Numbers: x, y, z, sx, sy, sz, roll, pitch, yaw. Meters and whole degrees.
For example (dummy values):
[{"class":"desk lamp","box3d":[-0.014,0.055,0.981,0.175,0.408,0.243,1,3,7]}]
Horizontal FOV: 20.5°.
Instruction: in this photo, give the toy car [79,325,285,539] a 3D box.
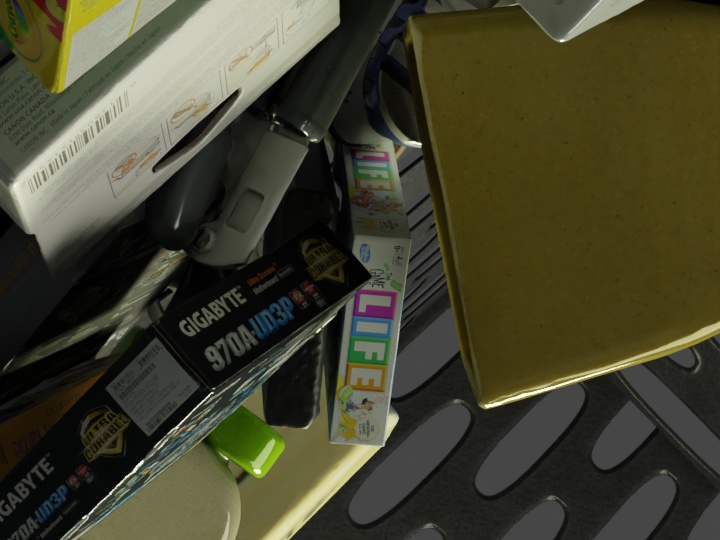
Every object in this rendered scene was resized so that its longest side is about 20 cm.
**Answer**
[{"class":"toy car","box3d":[-0.177,0.122,1.313,0.165,0.158,0.200,-53,-150,-9]}]

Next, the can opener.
[{"class":"can opener","box3d":[-0.043,-0.095,1.014,0.067,0.053,0.201,33,83,-55]}]

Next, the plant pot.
[{"class":"plant pot","box3d":[0.136,-0.054,1.053,0.198,0.197,0.194,-12,-175,1]}]

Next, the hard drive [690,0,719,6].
[{"class":"hard drive","box3d":[0.195,-0.244,1.094,0.139,0.033,0.202,2,-101,53]}]

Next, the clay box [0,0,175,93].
[{"class":"clay box","box3d":[-0.069,-0.148,0.665,0.115,0.048,0.200,-42,172,-23]}]

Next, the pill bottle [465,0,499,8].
[{"class":"pill bottle","box3d":[0.110,-0.231,1.027,0.200,0.109,0.109,-44,174,-3]}]

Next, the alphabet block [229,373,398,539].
[{"class":"alphabet block","box3d":[-0.106,0.135,1.664,0.200,0.195,0.196,-43,172,-10]}]

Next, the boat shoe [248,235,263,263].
[{"class":"boat shoe","box3d":[-0.071,-0.017,1.530,0.200,0.071,0.070,-35,142,-40]}]

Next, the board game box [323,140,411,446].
[{"class":"board game box","box3d":[0.000,0.000,1.223,0.200,0.034,0.135,-97,-168,-65]}]

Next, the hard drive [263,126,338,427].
[{"class":"hard drive","box3d":[-0.040,-0.004,1.212,0.200,0.033,0.141,-105,-160,-74]}]

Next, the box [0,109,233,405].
[{"class":"box","box3d":[-0.149,-0.004,1.095,0.159,0.048,0.200,-48,174,24]}]

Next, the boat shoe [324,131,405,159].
[{"class":"boat shoe","box3d":[0.040,-0.159,1.317,0.200,0.071,0.065,-50,-151,6]}]

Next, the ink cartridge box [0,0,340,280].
[{"class":"ink cartridge box","box3d":[-0.089,-0.095,0.902,0.200,0.045,0.176,-43,173,-12]}]

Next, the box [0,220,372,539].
[{"class":"box","box3d":[-0.092,0.061,1.024,0.159,0.046,0.200,-44,176,28]}]

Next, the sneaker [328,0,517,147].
[{"class":"sneaker","box3d":[0.028,-0.151,1.229,0.115,0.081,0.200,-12,-139,49]}]

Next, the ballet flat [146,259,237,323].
[{"class":"ballet flat","box3d":[-0.106,-0.002,1.262,0.073,0.073,0.200,-47,-158,19]}]

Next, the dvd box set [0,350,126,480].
[{"class":"dvd box set","box3d":[-0.217,0.095,1.107,0.145,0.030,0.200,-17,-174,21]}]

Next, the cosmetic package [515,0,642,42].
[{"class":"cosmetic package","box3d":[0.108,-0.221,0.812,0.165,0.165,0.200,-47,173,28]}]
